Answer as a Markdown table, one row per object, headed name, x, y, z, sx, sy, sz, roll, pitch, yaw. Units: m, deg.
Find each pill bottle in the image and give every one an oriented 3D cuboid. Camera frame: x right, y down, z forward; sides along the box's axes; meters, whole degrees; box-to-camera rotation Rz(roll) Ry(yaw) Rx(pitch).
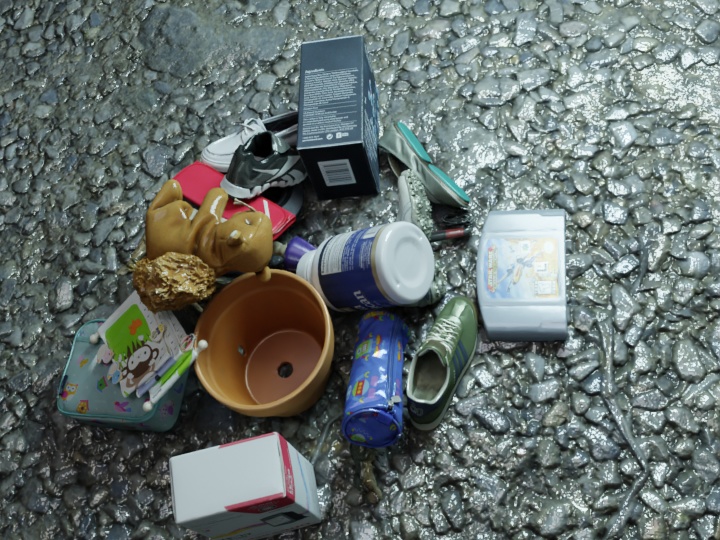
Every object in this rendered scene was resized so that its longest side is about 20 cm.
| name | x | y | z | sx | sy | sz | roll | pitch | yaw |
| --- | --- | --- | --- | --- | --- | --- | --- | --- | --- |
| pill bottle | 0.000 | 0.000 | 1.255 | 0.198 | 0.110 | 0.113 | -10 | 57 | 46 |

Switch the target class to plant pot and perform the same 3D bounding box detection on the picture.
| name | x | y | z | sx | sy | sz | roll | pitch | yaw |
| --- | --- | --- | --- | --- | --- | --- | --- | --- | --- |
| plant pot | -0.122 | 0.119 | 1.249 | 0.196 | 0.140 | 0.204 | -5 | 64 | 11 |

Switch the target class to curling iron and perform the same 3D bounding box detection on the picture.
| name | x | y | z | sx | sy | sz | roll | pitch | yaw |
| --- | --- | --- | --- | --- | --- | --- | --- | --- | --- |
| curling iron | 0.082 | -0.051 | 1.351 | 0.196 | 0.026 | 0.050 | -18 | 41 | 10 |

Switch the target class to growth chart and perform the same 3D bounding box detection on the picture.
| name | x | y | z | sx | sy | sz | roll | pitch | yaw |
| --- | --- | --- | --- | --- | --- | --- | --- | --- | --- |
| growth chart | -0.305 | 0.106 | 1.240 | 0.145 | 0.018 | 0.199 | -51 | 50 | 1 |

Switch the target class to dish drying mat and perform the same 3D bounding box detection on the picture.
| name | x | y | z | sx | sy | sz | roll | pitch | yaw |
| --- | --- | --- | --- | --- | --- | --- | --- | --- | --- |
| dish drying mat | -0.197 | -0.107 | 1.342 | 0.198 | 0.018 | 0.077 | 30 | 52 | 19 |

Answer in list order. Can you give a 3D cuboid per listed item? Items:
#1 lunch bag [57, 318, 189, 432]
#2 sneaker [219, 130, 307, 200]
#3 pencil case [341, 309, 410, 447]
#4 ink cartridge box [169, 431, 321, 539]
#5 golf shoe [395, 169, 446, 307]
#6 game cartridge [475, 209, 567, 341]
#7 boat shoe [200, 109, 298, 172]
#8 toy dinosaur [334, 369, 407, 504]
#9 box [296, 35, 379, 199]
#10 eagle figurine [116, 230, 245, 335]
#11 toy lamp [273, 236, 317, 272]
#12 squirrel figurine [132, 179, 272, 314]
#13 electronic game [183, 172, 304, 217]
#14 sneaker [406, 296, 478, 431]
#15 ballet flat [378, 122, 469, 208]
| name | x | y | z | sx | sy | sz | roll | pitch | yaw |
| --- | --- | --- | --- | --- | --- | --- | --- | --- | --- |
| lunch bag | -0.352 | 0.150 | 1.308 | 0.196 | 0.077 | 0.164 | 1 | 69 | 24 |
| sneaker | -0.131 | -0.175 | 1.357 | 0.066 | 0.092 | 0.199 | 35 | 36 | 22 |
| pencil case | 0.025 | 0.144 | 1.199 | 0.087 | 0.077 | 0.202 | -41 | 26 | 36 |
| ink cartridge box | -0.143 | 0.287 | 1.138 | 0.145 | 0.201 | 0.087 | -16 | 62 | 5 |
| golf shoe | 0.062 | -0.045 | 1.300 | 0.095 | 0.078 | 0.204 | -10 | 82 | 21 |
| game cartridge | 0.234 | 0.004 | 1.282 | 0.130 | 0.042 | 0.204 | 1 | 65 | 9 |
| boat shoe | -0.164 | -0.215 | 1.425 | 0.196 | 0.069 | 0.073 | -13 | 46 | -17 |
| toy dinosaur | 0.018 | 0.215 | 1.226 | 0.087 | 0.048 | 0.203 | -19 | 58 | 11 |
| box | -0.032 | -0.240 | 1.397 | 0.105 | 0.149 | 0.204 | -5 | 64 | 10 |
| eagle figurine | -0.267 | 0.025 | 1.355 | 0.198 | 0.152 | 0.153 | 31 | 117 | -6 |
| toy lamp | -0.150 | -0.042 | 1.382 | 0.197 | 0.058 | 0.059 | 21 | 70 | 22 |
| squirrel figurine | -0.210 | -0.015 | 1.197 | 0.184 | 0.143 | 0.201 | 10 | 53 | 35 |
| electronic game | -0.187 | -0.119 | 1.403 | 0.195 | 0.042 | 0.202 | 3 | 44 | -3 |
| sneaker | 0.114 | 0.117 | 1.223 | 0.066 | 0.090 | 0.203 | 15 | 68 | 20 |
| ballet flat | 0.096 | -0.150 | 1.382 | 0.064 | 0.067 | 0.201 | -48 | 60 | 19 |
